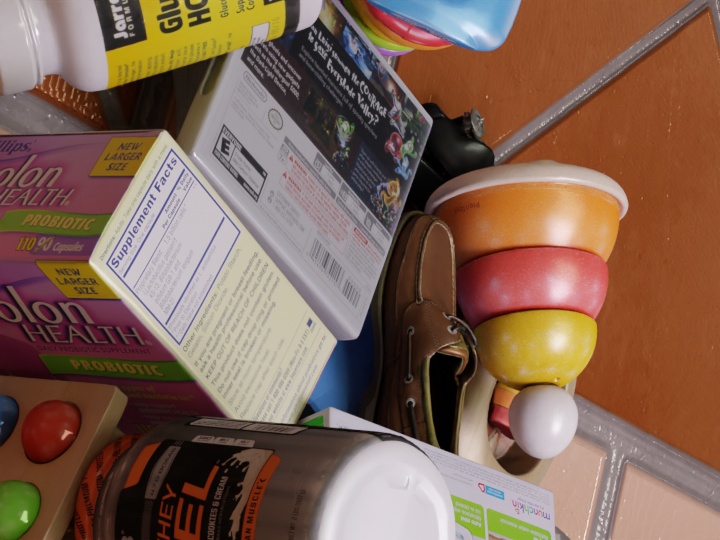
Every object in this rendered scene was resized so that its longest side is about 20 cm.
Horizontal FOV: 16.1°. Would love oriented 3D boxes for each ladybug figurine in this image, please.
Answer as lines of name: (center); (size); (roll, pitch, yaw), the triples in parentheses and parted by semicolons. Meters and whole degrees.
ladybug figurine: (0.098, 0.088, 1.888); (0.136, 0.072, 0.201); (45, 59, -40)

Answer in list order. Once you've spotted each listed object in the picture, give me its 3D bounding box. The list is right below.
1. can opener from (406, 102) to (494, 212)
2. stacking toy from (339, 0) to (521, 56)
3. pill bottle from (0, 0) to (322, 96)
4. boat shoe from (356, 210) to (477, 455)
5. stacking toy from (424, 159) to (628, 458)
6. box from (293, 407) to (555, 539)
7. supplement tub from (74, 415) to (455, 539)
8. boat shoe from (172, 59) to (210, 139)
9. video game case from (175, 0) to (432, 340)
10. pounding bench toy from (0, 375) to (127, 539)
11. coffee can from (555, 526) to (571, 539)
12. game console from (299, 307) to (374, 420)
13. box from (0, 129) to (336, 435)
can opener: (0.091, -0.060, 1.896); (0.200, 0.078, 0.064); (36, 25, -48)
stacking toy: (0.025, -0.187, 1.711); (0.116, 0.200, 0.110); (23, 73, -15)
pill bottle: (-0.132, -0.172, 1.516); (0.199, 0.112, 0.113); (-19, 109, -13)
boat shoe: (0.048, 0.055, 1.694); (0.072, 0.068, 0.201); (27, 63, -49)
stacking toy: (0.119, 0.035, 1.789); (0.146, 0.146, 0.201); (20, 63, -49)
box: (0.025, 0.201, 1.544); (0.199, 0.096, 0.177); (22, 55, -38)
supplement tub: (-0.057, 0.144, 1.409); (0.122, 0.199, 0.123); (-1, 91, -49)
boat shoe: (-0.084, -0.122, 1.674); (0.062, 0.072, 0.201); (-11, 111, -63)
video game case: (-0.033, -0.085, 1.637); (0.200, 0.023, 0.183); (49, 49, -40)
pounding bench toy: (-0.192, 0.181, 1.501); (0.156, 0.124, 0.201); (47, 57, -40)
coffee can: (0.057, 0.271, 1.790); (0.147, 0.146, 0.201); (54, 53, -37)
game console: (0.000, 0.000, 1.708); (0.200, 0.118, 0.171); (-33, 143, -52)
box: (-0.146, 0.018, 1.510); (0.200, 0.175, 0.097); (52, 53, -38)
